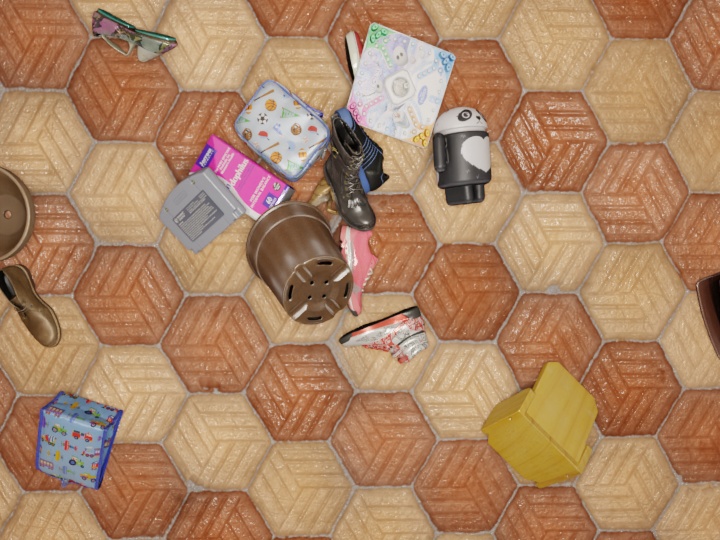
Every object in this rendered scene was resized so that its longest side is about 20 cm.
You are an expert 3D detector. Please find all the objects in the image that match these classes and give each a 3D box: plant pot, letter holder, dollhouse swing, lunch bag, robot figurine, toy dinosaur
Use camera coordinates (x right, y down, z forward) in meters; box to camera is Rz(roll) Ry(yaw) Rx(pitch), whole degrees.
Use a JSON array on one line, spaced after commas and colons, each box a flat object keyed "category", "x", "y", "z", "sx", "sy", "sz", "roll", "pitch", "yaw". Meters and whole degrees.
[{"category": "plant pot", "x": -0.787, "y": -0.123, "z": 1.189, "sx": 0.194, "sy": 0.093, "sz": 0.208, "roll": 0, "pitch": 95, "yaw": -1}, {"category": "letter holder", "x": 0.866, "y": 0.102, "z": 1.239, "sx": 0.139, "sy": 0.101, "sz": 0.205, "roll": -20, "pitch": 94, "yaw": 2}, {"category": "plant pot", "x": -0.117, "y": -0.006, "z": 1.121, "sx": 0.195, "sy": 0.199, "sz": 0.205, "roll": -13, "pitch": 125, "yaw": -19}, {"category": "dollhouse swing", "x": 0.420, "y": 0.347, "z": 1.276, "sx": 0.199, "sy": 0.177, "sz": 0.182, "roll": 42, "pitch": 133, "yaw": -4}, {"category": "lunch bag", "x": -0.642, "y": 0.400, "z": 1.236, "sx": 0.147, "sy": 0.094, "sz": 0.205, "roll": 18, "pitch": 102, "yaw": -5}, {"category": "lunch bag", "x": -0.163, "y": -0.304, "z": 1.202, "sx": 0.199, "sy": 0.076, "sz": 0.161, "roll": 39, "pitch": 90, "yaw": -3}, {"category": "robot figurine", "x": 0.221, "y": -0.246, "z": 1.187, "sx": 0.121, "sy": 0.150, "sz": 0.207, "roll": -4, "pitch": 94, "yaw": 12}, {"category": "toy dinosaur", "x": -0.083, "y": -0.167, "z": 1.218, "sx": 0.105, "sy": 0.060, "sz": 0.202, "roll": 36, "pitch": 70, "yaw": -1}]

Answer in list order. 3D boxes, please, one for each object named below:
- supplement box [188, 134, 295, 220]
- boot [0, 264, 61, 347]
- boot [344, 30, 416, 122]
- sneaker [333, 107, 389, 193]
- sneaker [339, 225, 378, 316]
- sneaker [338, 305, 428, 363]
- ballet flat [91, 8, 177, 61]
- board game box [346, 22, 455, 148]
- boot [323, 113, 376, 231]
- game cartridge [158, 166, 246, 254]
[{"category": "supplement box", "x": -0.253, "y": -0.191, "z": 1.193, "sx": 0.197, "sy": 0.103, "sz": 0.103, "roll": 33, "pitch": 94, "yaw": -2}, {"category": "boot", "x": -0.737, "y": 0.084, "z": 1.213, "sx": 0.072, "sy": 0.075, "sz": 0.204, "roll": -28, "pitch": 95, "yaw": -1}, {"category": "boot", "x": 0.051, "y": -0.433, "z": 1.201, "sx": 0.141, "sy": 0.072, "sz": 0.205, "roll": -20, "pitch": 102, "yaw": 0}, {"category": "sneaker", "x": 0.005, "y": -0.264, "z": 1.183, "sx": 0.077, "sy": 0.070, "sz": 0.203, "roll": -30, "pitch": 129, "yaw": -12}, {"category": "sneaker", "x": 0.000, "y": 0.000, "z": 1.225, "sx": 0.084, "sy": 0.074, "sz": 0.207, "roll": -5, "pitch": 94, "yaw": -2}, {"category": "sneaker", "x": 0.057, "y": 0.165, "z": 1.239, "sx": 0.196, "sy": 0.067, "sz": 0.111, "roll": -20, "pitch": 92, "yaw": -3}, {"category": "ballet flat", "x": -0.489, "y": -0.498, "z": 1.191, "sx": 0.195, "sy": 0.069, "sz": 0.073, "roll": 21, "pitch": 111, "yaw": 1}, {"category": "board game box", "x": 0.085, "y": -0.390, "z": 1.169, "sx": 0.195, "sy": 0.026, "sz": 0.205, "roll": 16, "pitch": 102, "yaw": -11}, {"category": "boot", "x": -0.020, "y": -0.191, "z": 1.113, "sx": 0.068, "sy": 0.174, "sz": 0.203, "roll": -28, "pitch": 80, "yaw": -17}, {"category": "game cartridge", "x": -0.342, "y": -0.128, "z": 1.166, "sx": 0.198, "sy": 0.042, "sz": 0.134, "roll": -29, "pitch": 104, "yaw": 37}]
